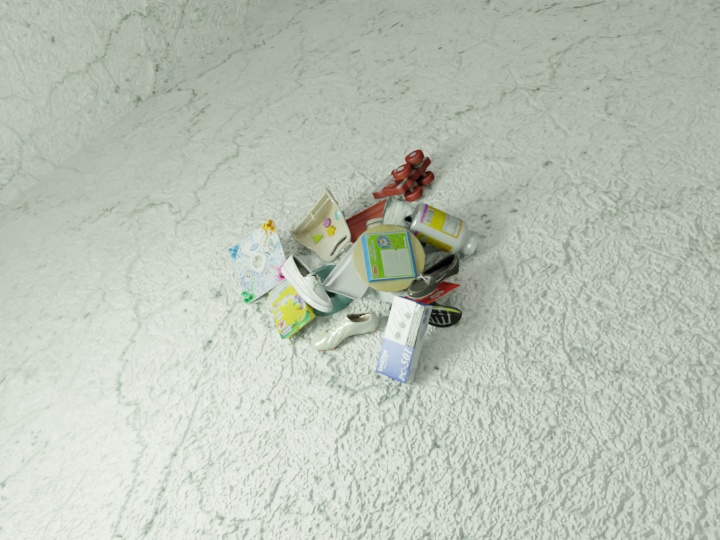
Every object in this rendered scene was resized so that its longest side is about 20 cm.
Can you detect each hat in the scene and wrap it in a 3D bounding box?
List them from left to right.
[{"bbox_3d":[-0.296,-0.017,1.801,0.199,0.081,0.203,-6,78,32],"label":"hat"}]

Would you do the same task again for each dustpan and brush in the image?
[{"bbox_3d":[0.116,-0.041,1.645,0.199,0.058,0.139,-15,12,30],"label":"dustpan and brush"}]

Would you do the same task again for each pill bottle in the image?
[{"bbox_3d":[0.239,-0.114,1.637,0.199,0.104,0.105,24,51,-6],"label":"pill bottle"}]

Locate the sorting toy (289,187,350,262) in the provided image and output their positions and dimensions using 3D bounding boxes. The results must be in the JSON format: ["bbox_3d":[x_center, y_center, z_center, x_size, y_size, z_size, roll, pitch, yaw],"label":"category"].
[{"bbox_3d":[-0.105,-0.127,1.825,0.200,0.106,0.181,-48,55,22],"label":"sorting toy"}]

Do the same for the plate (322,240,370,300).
[{"bbox_3d":[0.000,0.000,1.628,0.199,0.032,0.200,11,58,52],"label":"plate"}]

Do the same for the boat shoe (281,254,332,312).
[{"bbox_3d":[-0.148,0.035,1.619,0.200,0.066,0.073,42,27,14],"label":"boat shoe"}]

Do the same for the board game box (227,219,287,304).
[{"bbox_3d":[-0.320,-0.027,1.753,0.199,0.026,0.201,-31,67,26],"label":"board game box"}]

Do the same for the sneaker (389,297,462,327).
[{"bbox_3d":[0.181,0.096,1.530,0.198,0.074,0.081,9,48,25],"label":"sneaker"}]

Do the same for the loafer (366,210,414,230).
[{"bbox_3d":[0.112,-0.132,1.734,0.198,0.072,0.063,-9,61,22],"label":"loafer"}]

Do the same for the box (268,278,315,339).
[{"bbox_3d":[-0.199,0.107,1.652,0.117,0.048,0.201,-39,40,15],"label":"box"}]

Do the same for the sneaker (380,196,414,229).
[{"bbox_3d":[0.100,-0.132,1.619,0.086,0.200,0.075,13,66,0],"label":"sneaker"}]

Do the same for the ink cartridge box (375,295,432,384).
[{"bbox_3d":[0.109,0.172,1.418,0.093,0.044,0.202,16,95,33],"label":"ink cartridge box"}]

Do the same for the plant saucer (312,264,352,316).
[{"bbox_3d":[-0.105,0.049,1.707,0.198,0.036,0.201,-11,44,10],"label":"plant saucer"}]

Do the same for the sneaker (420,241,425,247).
[{"bbox_3d":[0.109,-0.064,1.730,0.198,0.071,0.082,-21,15,7],"label":"sneaker"}]

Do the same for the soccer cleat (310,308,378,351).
[{"bbox_3d":[-0.048,0.158,1.549,0.198,0.078,0.070,-21,44,1],"label":"soccer cleat"}]

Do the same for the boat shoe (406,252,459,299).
[{"bbox_3d":[0.191,0.011,1.492,0.067,0.057,0.199,22,38,40],"label":"boat shoe"}]

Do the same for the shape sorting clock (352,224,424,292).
[{"bbox_3d":[0.076,-0.034,1.537,0.198,0.039,0.202,3,66,-7],"label":"shape sorting clock"}]

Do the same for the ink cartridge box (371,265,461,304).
[{"bbox_3d":[0.148,0.040,1.540,0.160,0.050,0.199,-27,18,-28],"label":"ink cartridge box"}]

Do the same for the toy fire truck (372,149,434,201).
[{"bbox_3d":[0.146,-0.320,1.930,0.167,0.113,0.200,1,43,46],"label":"toy fire truck"}]

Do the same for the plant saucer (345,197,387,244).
[{"bbox_3d":[0.055,-0.133,1.823,0.198,0.037,0.200,-28,45,-8],"label":"plant saucer"}]
